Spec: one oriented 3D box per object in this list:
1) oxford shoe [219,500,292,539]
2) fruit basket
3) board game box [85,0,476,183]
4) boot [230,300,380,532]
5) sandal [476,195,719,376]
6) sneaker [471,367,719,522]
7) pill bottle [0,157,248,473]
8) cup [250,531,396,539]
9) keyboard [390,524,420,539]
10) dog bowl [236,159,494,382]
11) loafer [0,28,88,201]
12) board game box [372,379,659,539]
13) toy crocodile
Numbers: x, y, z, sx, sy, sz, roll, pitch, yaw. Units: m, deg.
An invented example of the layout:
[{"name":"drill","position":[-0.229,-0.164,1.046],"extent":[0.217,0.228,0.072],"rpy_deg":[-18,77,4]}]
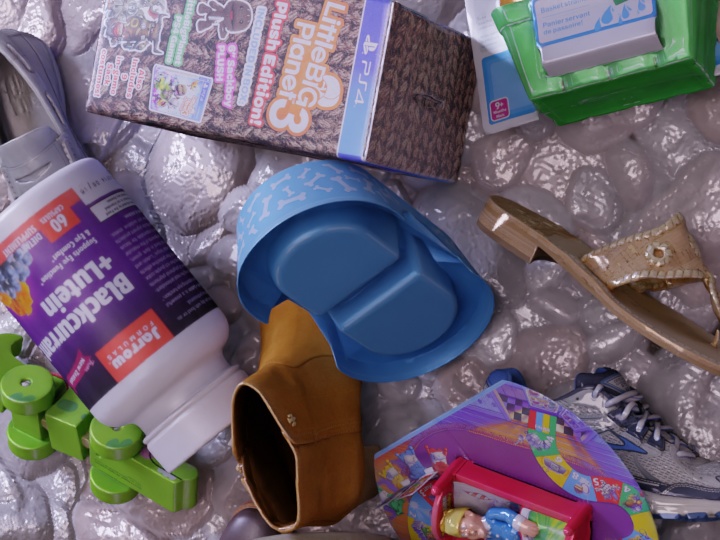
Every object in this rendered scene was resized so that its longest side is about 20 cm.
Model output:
[{"name":"oxford shoe","position":[-0.091,0.256,1.130],"extent":[0.071,0.073,0.201],"rpy_deg":[12,92,23]},{"name":"fruit basket","position":[0.146,-0.200,1.039],"extent":[0.185,0.094,0.201],"rpy_deg":[-12,80,22]},{"name":"board game box","position":[-0.046,-0.126,1.081],"extent":[0.200,0.159,0.097],"rpy_deg":[12,93,24]},{"name":"boot","position":[-0.045,0.066,1.080],"extent":[0.071,0.144,0.202],"rpy_deg":[-21,80,20]},{"name":"sandal","position":[0.170,-0.010,1.028],"extent":[0.212,0.078,0.070],"rpy_deg":[33,106,26]},{"name":"sneaker","position":[0.157,0.104,1.032],"extent":[0.200,0.077,0.085],"rpy_deg":[10,88,23]},{"name":"pill bottle","position":[-0.159,0.033,1.121],"extent":[0.111,0.111,0.200],"rpy_deg":[-40,89,17]},{"name":"cup","position":[-0.023,0.243,1.050],"extent":[0.200,0.200,0.144],"rpy_deg":[-9,70,23]},{"name":"keyboard","position":[0.116,0.182,1.079],"extent":[0.200,0.011,0.056],"rpy_deg":[22,96,22]},{"name":"dog bowl","position":[0.000,0.000,1.044],"extent":[0.111,0.200,0.050],"rpy_deg":[-36,48,17]},{"name":"loafer","position":[-0.234,-0.081,1.207],"extent":[0.070,0.070,0.200],"rpy_deg":[-27,78,20]},{"name":"board game box","position":[0.085,0.161,1.023],"extent":[0.158,0.039,0.200],"rpy_deg":[52,135,-3]},{"name":"toy crocodile","position":[-0.196,0.110,1.192],"extent":[0.200,0.062,0.068],"rpy_deg":[24,138,21]}]
